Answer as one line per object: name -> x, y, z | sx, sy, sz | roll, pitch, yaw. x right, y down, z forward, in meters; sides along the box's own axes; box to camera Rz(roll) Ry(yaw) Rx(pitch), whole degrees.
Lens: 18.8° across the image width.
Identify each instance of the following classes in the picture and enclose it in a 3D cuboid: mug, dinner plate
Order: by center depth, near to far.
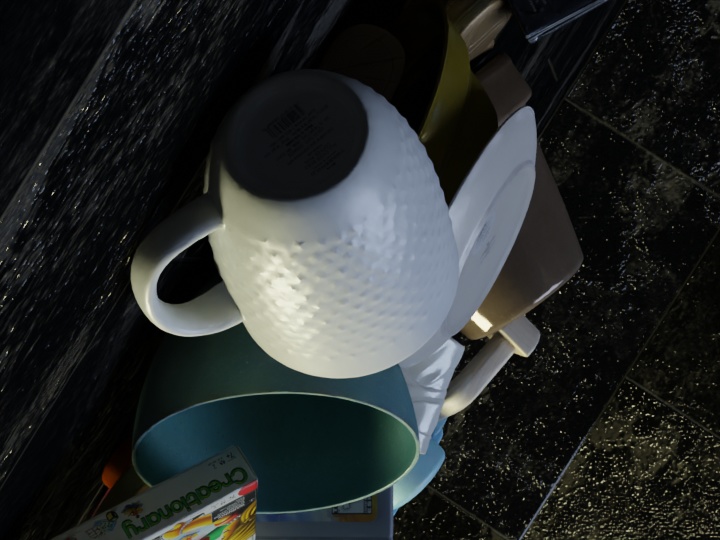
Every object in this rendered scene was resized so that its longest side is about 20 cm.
mug -> -0.045, -0.025, 1.314 | 0.199, 0.148, 0.176 | -27, 151, -5
dinner plate -> 0.081, -0.019, 1.497 | 0.200, 0.024, 0.200 | -57, 164, -26

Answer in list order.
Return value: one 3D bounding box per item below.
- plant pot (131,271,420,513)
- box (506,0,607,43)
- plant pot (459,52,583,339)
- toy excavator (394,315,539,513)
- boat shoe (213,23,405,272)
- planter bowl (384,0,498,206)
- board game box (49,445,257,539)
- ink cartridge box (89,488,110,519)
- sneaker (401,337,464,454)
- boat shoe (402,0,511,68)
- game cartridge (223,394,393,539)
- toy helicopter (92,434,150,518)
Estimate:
plant pot -> -0.061, 0.071, 1.529 | 0.200, 0.199, 0.135 | 113, -22, -58
box -> 0.195, -0.272, 1.606 | 0.196, 0.124, 0.200 | -26, -176, 15
plant pot -> 0.080, -0.044, 1.709 | 0.200, 0.175, 0.200 | -35, -176, 3
toy excavator -> 0.047, 0.126, 1.800 | 0.200, 0.100, 0.195 | -23, -153, 54
boat shoe -> -0.031, -0.071, 1.466 | 0.201, 0.072, 0.065 | -62, 170, -11
planter bowl -> 0.040, -0.083, 1.523 | 0.201, 0.083, 0.201 | -52, -158, 32
board game box -> -0.164, 0.202, 1.491 | 0.199, 0.035, 0.126 | -27, 156, -17
ink cartridge box -> -0.130, 0.159, 1.758 | 0.145, 0.084, 0.200 | -58, 174, 17
sneaker -> -0.017, 0.055, 1.717 | 0.116, 0.199, 0.074 | -66, -166, 0
boat shoe -> 0.063, -0.187, 1.627 | 0.074, 0.069, 0.200 | -40, 178, -6
game cartridge -> -0.040, 0.140, 1.620 | 0.042, 0.133, 0.201 | 112, -22, -84
toy helicopter -> -0.196, 0.223, 1.606 | 0.200, 0.079, 0.132 | -60, 167, 18
